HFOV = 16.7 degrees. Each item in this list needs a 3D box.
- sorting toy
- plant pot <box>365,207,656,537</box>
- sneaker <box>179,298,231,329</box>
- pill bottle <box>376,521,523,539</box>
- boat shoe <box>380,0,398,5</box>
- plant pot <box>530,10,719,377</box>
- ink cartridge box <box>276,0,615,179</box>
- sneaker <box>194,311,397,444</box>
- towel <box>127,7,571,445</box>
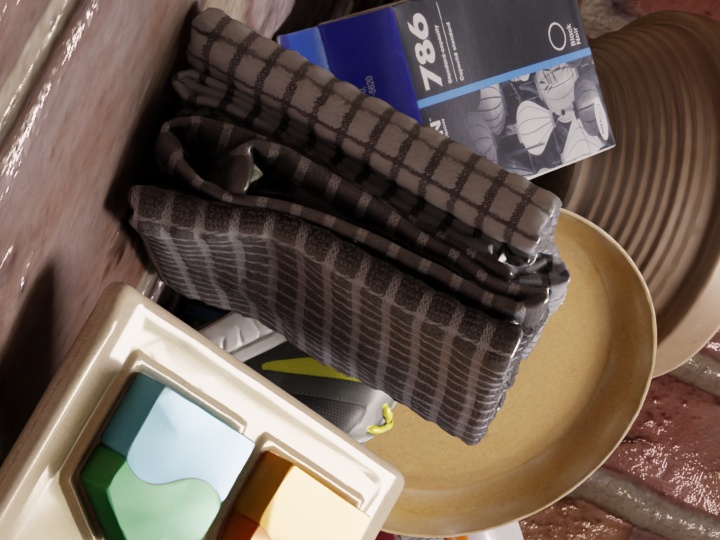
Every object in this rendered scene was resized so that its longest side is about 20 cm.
[{"bbox_3d":[-0.073,0.124,0.892,0.200,0.036,0.186,38,78,-48],"label":"sorting toy"},{"bbox_3d":[0.052,0.046,1.244,0.028,0.199,0.201,-114,-141,-57],"label":"plant pot"},{"bbox_3d":[-0.065,0.052,1.172,0.201,0.075,0.077,-65,-168,1],"label":"sneaker"},{"bbox_3d":[-0.012,0.169,1.407,0.113,0.199,0.113,-22,90,-79],"label":"pill bottle"},{"bbox_3d":[0.016,-0.069,1.374,0.201,0.071,0.072,-70,156,-14],"label":"boat shoe"},{"bbox_3d":[0.127,-0.048,1.309,0.201,0.092,0.202,-34,-131,51],"label":"plant pot"},{"bbox_3d":[0.046,-0.083,1.160,0.200,0.039,0.100,-23,100,-50],"label":"ink cartridge box"},{"bbox_3d":[0.001,0.036,1.107,0.199,0.085,0.074,-26,178,-2],"label":"sneaker"},{"bbox_3d":[-0.004,-0.006,0.968,0.086,0.165,0.200,-60,173,-10],"label":"towel"}]
